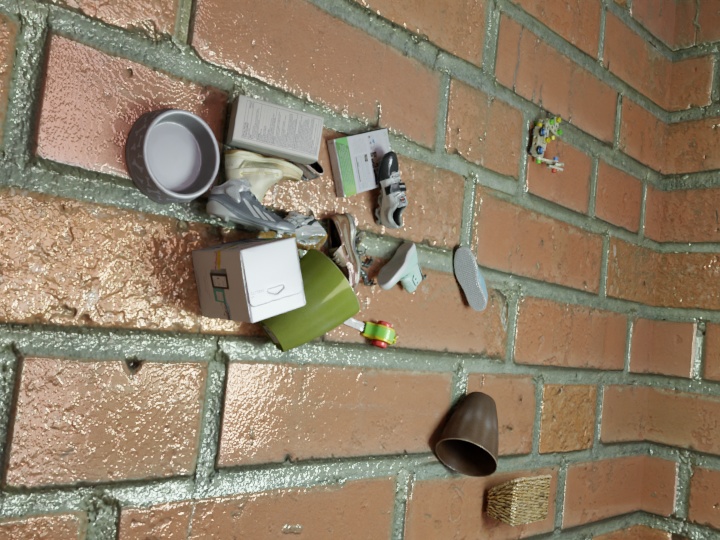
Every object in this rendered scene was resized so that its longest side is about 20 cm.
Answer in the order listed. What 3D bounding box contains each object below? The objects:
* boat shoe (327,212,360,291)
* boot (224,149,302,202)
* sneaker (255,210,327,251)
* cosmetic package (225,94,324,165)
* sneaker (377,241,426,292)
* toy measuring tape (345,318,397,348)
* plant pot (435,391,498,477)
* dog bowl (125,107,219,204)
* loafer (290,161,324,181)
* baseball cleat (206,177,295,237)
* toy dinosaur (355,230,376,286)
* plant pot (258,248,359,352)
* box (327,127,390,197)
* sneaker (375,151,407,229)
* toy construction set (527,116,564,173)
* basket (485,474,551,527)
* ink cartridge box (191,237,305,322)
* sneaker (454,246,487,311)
[{"bbox_3d":[-0.050,-0.042,1.732,0.070,0.075,0.206,-4,85,-39],"label":"boat shoe"},{"bbox_3d":[-0.222,-0.176,1.558,0.197,0.072,0.160,8,85,-42],"label":"boot"},{"bbox_3d":[-0.171,-0.095,1.611,0.197,0.076,0.089,2,48,-47],"label":"sneaker"},{"bbox_3d":[-0.189,-0.308,1.531,0.195,0.087,0.106,12,86,-22],"label":"cosmetic package"},{"bbox_3d":[0.117,0.023,1.868,0.201,0.072,0.120,-50,125,-48],"label":"sneaker"},{"bbox_3d":[0.033,0.156,1.812,0.198,0.073,0.075,29,72,-40],"label":"toy measuring tape"},{"bbox_3d":[0.335,0.469,2.054,0.188,0.184,0.202,54,43,-30],"label":"plant pot"},{"bbox_3d":[-0.376,-0.235,1.420,0.197,0.058,0.206,0,91,-43],"label":"dog bowl"},{"bbox_3d":[-0.155,-0.294,1.625,0.201,0.062,0.073,49,59,-33],"label":"loafer"},{"bbox_3d":[-0.225,-0.137,1.470,0.195,0.069,0.110,13,86,-22],"label":"baseball cleat"},{"bbox_3d":[0.000,0.000,1.798,0.087,0.047,0.206,6,92,-40],"label":"toy dinosaur"},{"bbox_3d":[-0.133,0.086,1.599,0.199,0.186,0.190,-39,117,-18],"label":"plant pot"},{"bbox_3d":[0.005,-0.282,1.800,0.198,0.036,0.148,-21,105,-43],"label":"box"},{"bbox_3d":[0.092,-0.207,1.811,0.073,0.087,0.205,-20,121,-39],"label":"sneaker"},{"bbox_3d":[0.637,-0.433,2.369,0.129,0.091,0.206,12,72,-43],"label":"toy construction set"},{"bbox_3d":[0.499,0.714,2.220,0.196,0.141,0.154,6,90,-37],"label":"basket"},{"bbox_3d":[-0.237,0.016,1.462,0.145,0.197,0.150,-16,102,-42],"label":"ink cartridge box"},{"bbox_3d":[0.337,0.020,2.114,0.082,0.072,0.205,-43,118,-68],"label":"sneaker"}]
